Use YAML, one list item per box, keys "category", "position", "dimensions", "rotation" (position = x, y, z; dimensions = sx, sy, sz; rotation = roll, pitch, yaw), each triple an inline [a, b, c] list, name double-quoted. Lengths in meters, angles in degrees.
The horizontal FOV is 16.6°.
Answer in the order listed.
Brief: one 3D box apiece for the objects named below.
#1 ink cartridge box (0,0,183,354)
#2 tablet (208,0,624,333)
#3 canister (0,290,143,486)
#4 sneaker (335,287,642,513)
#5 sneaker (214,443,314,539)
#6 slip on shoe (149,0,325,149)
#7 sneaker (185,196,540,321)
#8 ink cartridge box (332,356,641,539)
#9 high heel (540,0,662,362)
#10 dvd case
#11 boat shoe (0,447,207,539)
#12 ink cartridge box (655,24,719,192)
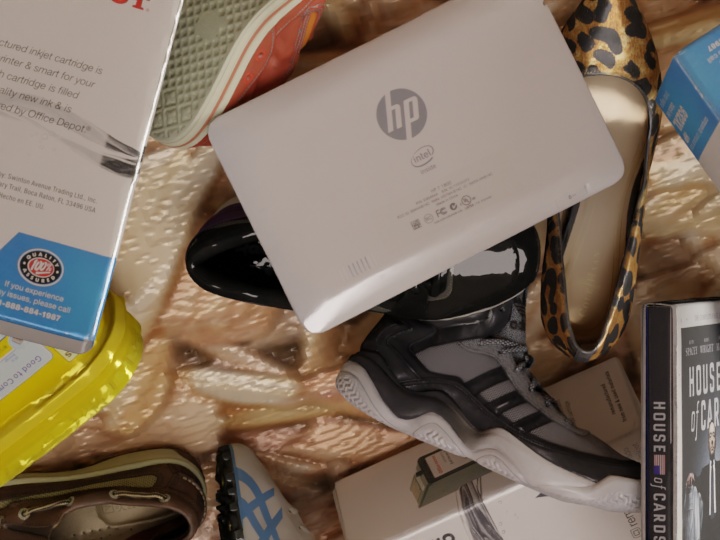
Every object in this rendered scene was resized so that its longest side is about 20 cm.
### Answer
- category: "ink cartridge box"
  position: [-0.185, -0.072, 1.287]
  dimensions: [0.146, 0.086, 0.201]
  rotation: [15, 80, -6]
- category: "tablet"
  position: [0.031, -0.066, 1.345]
  dimensions: [0.199, 0.014, 0.131]
  rotation: [-27, 91, -7]
- category: "canister"
  position: [-0.243, 0.017, 1.404]
  dimensions: [0.148, 0.087, 0.200]
  rotation: [-37, 118, 13]
- category: "sneaker"
  position: [0.092, 0.062, 1.447]
  dimensions: [0.199, 0.075, 0.114]
  rotation: [23, 87, 14]
- category: "sneaker"
  position: [-0.034, 0.191, 1.497]
  dimensions: [0.072, 0.201, 0.072]
  rotation: [-19, 156, -18]
- category: "slip on shoe"
  position: [-0.049, -0.150, 1.349]
  dimensions: [0.061, 0.074, 0.200]
  rotation: [9, 120, -55]
- category: "sneaker"
  position: [0.000, 0.000, 1.390]
  dimensions: [0.199, 0.088, 0.076]
  rotation: [0, 102, 12]
- category: "ink cartridge box"
  position: [0.103, 0.166, 1.548]
  dimensions: [0.199, 0.084, 0.146]
  rotation: [-25, 122, 7]
- category: "high heel"
  position: [0.136, -0.054, 1.381]
  dimensions: [0.071, 0.143, 0.201]
  rotation: [4, 122, 0]
- category: "dvd case"
  position: [0.196, 0.118, 1.455]
  dimensions: [0.025, 0.150, 0.201]
  rotation: [1, 91, 23]
- category: "boat shoe"
  position: [-0.192, 0.163, 1.504]
  dimensions: [0.201, 0.075, 0.075]
  rotation: [-20, 116, 2]
- category: "ink cartridge box"
  position: [0.279, -0.063, 1.352]
  dimensions: [0.145, 0.084, 0.200]
  rotation: [-32, 79, -10]
